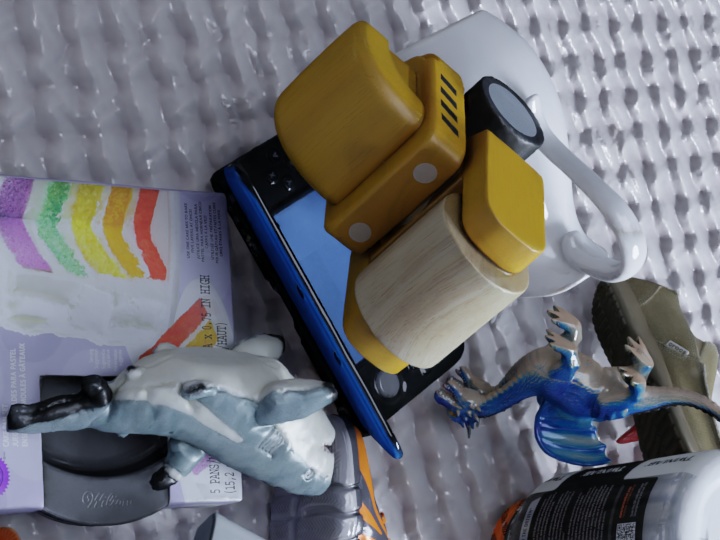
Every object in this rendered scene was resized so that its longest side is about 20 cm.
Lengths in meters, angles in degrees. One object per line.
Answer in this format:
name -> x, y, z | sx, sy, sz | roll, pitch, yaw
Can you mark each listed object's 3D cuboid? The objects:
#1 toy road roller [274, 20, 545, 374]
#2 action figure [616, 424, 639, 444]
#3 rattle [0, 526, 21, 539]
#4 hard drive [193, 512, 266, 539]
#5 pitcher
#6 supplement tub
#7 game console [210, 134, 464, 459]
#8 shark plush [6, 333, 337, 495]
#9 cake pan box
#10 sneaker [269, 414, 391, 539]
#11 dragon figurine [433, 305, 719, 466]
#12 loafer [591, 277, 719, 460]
toy road roller -> 0.021, -0.055, 0.944 | 0.145, 0.123, 0.201 | 36, 31, -22
action figure -> 0.259, 0.208, 1.185 | 0.065, 0.099, 0.201 | -23, 70, -33
rattle -> -0.134, 0.236, 0.852 | 0.129, 0.143, 0.202 | -26, 101, -17
hard drive -> -0.016, 0.236, 0.887 | 0.199, 0.027, 0.133 | 32, 38, -19
pitcher -> 0.105, -0.075, 1.069 | 0.121, 0.171, 0.202 | -31, 98, -31
supplement tub -> 0.181, 0.189, 1.041 | 0.121, 0.199, 0.124 | 9, 73, -33
game console -> 0.000, 0.000, 1.007 | 0.170, 0.118, 0.202 | -35, 100, -37
shark plush -> -0.096, 0.091, 0.896 | 0.198, 0.091, 0.084 | 0, 109, -40
cake pan box -> -0.161, 0.049, 0.928 | 0.182, 0.052, 0.203 | 4, 77, -32
sneaker -> 0.007, 0.192, 1.005 | 0.111, 0.077, 0.203 | 2, 87, -40
dragon figurine -> 0.152, 0.092, 1.078 | 0.198, 0.100, 0.059 | 21, 32, -4
loafer -> 0.230, 0.084, 1.138 | 0.067, 0.076, 0.202 | -10, 61, -14
